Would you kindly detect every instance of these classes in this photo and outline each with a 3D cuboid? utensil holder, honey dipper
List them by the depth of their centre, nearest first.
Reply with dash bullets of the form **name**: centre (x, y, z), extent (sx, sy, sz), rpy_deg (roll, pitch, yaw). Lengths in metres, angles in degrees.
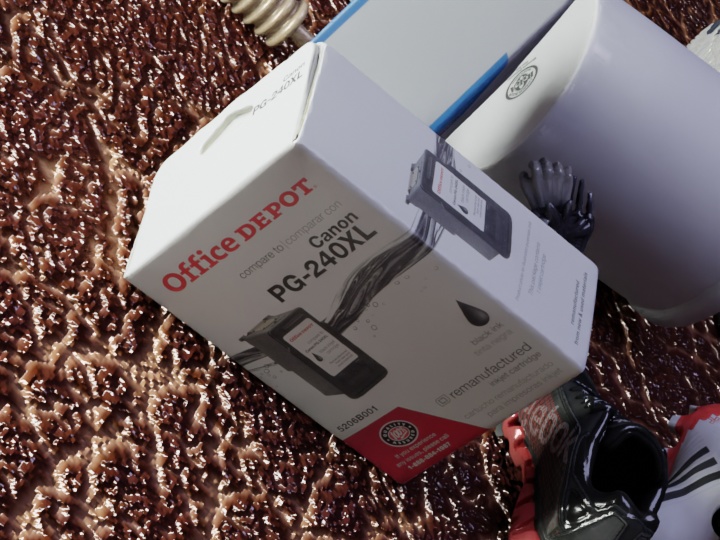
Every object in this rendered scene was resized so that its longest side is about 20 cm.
- **honey dipper**: centre (-0.007, -0.120, 1.335), extent (0.200, 0.038, 0.038), rpy_deg (42, 28, -20)
- **utensil holder**: centre (0.177, -0.082, 1.416), extent (0.200, 0.170, 0.170), rpy_deg (32, 32, -26)

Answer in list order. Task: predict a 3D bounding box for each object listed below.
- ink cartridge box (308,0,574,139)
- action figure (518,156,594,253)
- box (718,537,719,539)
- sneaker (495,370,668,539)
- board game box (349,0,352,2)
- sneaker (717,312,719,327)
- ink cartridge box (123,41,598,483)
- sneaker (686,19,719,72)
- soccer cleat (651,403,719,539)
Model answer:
- **ink cartridge box**: centre (0.034, -0.119, 1.177), extent (0.085, 0.145, 0.200), rpy_deg (45, -12, 2)
- **action figure**: centre (0.077, -0.012, 1.241), extent (0.200, 0.118, 0.103), rpy_deg (-37, 119, -69)
- **box**: centre (0.307, 0.192, 1.187), extent (0.200, 0.123, 0.199), rpy_deg (-51, 120, -31)
- **sneaker**: centre (0.130, 0.102, 1.192), extent (0.071, 0.098, 0.201), rpy_deg (35, 30, -23)
- **board game box**: centre (-0.007, -0.270, 1.517), extent (0.134, 0.034, 0.200), rpy_deg (42, 28, -15)
- **sneaker**: centre (0.342, 0.076, 1.523), extent (0.076, 0.114, 0.200), rpy_deg (21, 41, -39)
- **ink cartridge box**: centre (0.000, 0.000, 1.069), extent (0.200, 0.145, 0.084), rpy_deg (37, 40, -22)
- **sneaker**: centre (0.336, -0.119, 1.789), extent (0.129, 0.079, 0.200), rpy_deg (37, 30, -26)
- **soccer cleat**: centre (0.215, 0.140, 1.271), extent (0.085, 0.069, 0.200), rpy_deg (10, 22, 22)
